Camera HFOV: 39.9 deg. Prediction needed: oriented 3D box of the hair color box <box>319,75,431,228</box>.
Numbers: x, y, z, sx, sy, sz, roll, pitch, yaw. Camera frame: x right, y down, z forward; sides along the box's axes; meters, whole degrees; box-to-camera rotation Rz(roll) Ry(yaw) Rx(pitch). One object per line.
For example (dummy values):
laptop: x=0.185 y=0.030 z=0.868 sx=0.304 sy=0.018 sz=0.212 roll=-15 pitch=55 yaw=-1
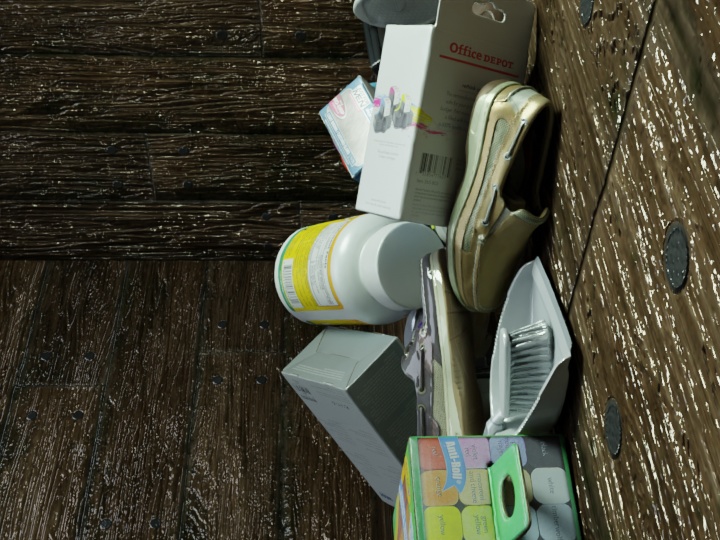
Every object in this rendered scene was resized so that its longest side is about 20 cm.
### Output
hair color box: x=0.049 y=-0.110 z=1.045 sx=0.199 sy=0.060 sz=0.101 roll=32 pitch=-154 yaw=-50

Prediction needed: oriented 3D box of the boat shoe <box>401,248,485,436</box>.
boat shoe: x=0.067 y=0.083 z=0.884 sx=0.072 sy=0.064 sz=0.203 roll=-1 pitch=-97 yaw=-67

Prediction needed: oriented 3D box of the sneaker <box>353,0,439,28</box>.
sneaker: x=0.077 y=-0.318 z=1.001 sx=0.199 sy=0.070 sz=0.100 roll=-17 pitch=54 yaw=42

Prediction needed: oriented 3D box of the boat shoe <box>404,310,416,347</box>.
boat shoe: x=0.098 y=0.131 z=1.146 sx=0.068 sy=0.073 sz=0.202 roll=-134 pitch=35 yaw=-61

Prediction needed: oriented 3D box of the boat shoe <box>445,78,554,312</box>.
boat shoe: x=0.120 y=-0.050 z=0.813 sx=0.076 sy=0.071 sz=0.202 roll=32 pitch=128 yaw=48

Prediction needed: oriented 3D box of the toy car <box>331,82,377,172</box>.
toy car: x=0.037 y=-0.167 z=1.260 sx=0.200 sy=0.148 sz=0.177 roll=67 pitch=-139 yaw=-69

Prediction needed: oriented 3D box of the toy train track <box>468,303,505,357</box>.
toy train track: x=0.126 y=-0.021 z=0.903 sx=0.114 sy=0.032 sz=0.203 roll=21 pitch=107 yaw=44

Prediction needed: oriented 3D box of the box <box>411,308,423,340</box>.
box: x=0.085 y=0.028 z=1.038 sx=0.039 sy=0.041 sz=0.200 roll=-59 pitch=7 yaw=26

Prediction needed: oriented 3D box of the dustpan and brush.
dustpan and brush: x=0.122 y=0.108 z=0.805 sx=0.140 sy=0.056 sz=0.202 roll=-95 pitch=3 yaw=-59

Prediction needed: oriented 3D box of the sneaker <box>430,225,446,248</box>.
sneaker: x=0.121 y=-0.120 z=0.972 sx=0.076 sy=0.075 sz=0.203 roll=-11 pitch=74 yaw=56

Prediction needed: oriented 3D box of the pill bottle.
pill bottle: x=0.000 y=0.000 z=1.026 sx=0.199 sy=0.112 sz=0.114 roll=-7 pitch=83 yaw=60

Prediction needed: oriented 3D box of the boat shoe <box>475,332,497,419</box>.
boat shoe: x=0.110 y=0.115 z=1.007 sx=0.202 sy=0.071 sz=0.061 roll=117 pitch=156 yaw=-71

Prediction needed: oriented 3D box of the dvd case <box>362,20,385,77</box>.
dvd case: x=0.071 y=-0.189 z=1.099 sx=0.200 sy=0.017 sz=0.143 roll=46 pitch=-158 yaw=-31

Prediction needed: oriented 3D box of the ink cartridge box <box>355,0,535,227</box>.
ink cartridge box: x=0.074 y=-0.141 z=0.853 sx=0.068 sy=0.114 sz=0.203 roll=18 pitch=100 yaw=51

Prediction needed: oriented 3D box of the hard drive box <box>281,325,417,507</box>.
hard drive box: x=0.030 y=0.161 z=1.022 sx=0.201 sy=0.077 sz=0.155 roll=55 pitch=159 yaw=-19

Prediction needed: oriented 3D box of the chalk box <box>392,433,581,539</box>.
chalk box: x=0.094 y=0.204 z=0.752 sx=0.201 sy=0.122 sz=0.126 roll=93 pitch=176 yaw=-53

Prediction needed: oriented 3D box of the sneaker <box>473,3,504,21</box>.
sneaker: x=0.085 y=-0.172 z=0.925 sx=0.075 sy=0.070 sz=0.202 roll=27 pitch=-100 yaw=-50
